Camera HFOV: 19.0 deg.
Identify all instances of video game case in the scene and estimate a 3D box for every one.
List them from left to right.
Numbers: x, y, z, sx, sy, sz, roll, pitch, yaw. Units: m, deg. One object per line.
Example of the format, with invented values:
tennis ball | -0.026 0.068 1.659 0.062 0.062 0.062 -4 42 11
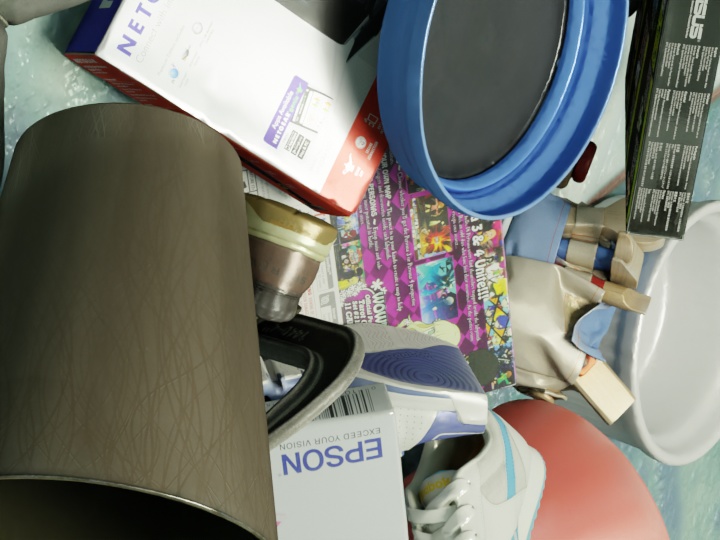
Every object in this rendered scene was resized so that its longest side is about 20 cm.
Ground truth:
video game case | 0.000 0.000 1.298 0.180 0.036 0.201 -15 117 -14

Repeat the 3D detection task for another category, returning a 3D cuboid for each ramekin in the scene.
ramekin | 0.218 0.038 1.621 0.200 0.097 0.202 -21 117 -49

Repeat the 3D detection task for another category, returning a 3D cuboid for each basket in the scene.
basket | -0.115 0.035 0.997 0.180 0.136 0.201 22 55 -35

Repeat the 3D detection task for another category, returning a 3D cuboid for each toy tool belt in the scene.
toy tool belt | 0.155 0.000 1.492 0.125 0.122 0.201 96 14 -70

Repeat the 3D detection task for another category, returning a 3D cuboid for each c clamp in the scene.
c clamp | -0.090 0.076 1.121 0.171 0.200 0.027 -41 115 -27

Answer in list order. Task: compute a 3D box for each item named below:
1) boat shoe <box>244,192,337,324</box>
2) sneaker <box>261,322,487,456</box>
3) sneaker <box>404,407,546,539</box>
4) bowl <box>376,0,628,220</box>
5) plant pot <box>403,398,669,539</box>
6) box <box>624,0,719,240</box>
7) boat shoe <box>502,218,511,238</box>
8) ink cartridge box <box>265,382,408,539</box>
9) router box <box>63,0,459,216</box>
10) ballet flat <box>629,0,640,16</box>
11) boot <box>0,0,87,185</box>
boat shoe | -0.069 -0.003 1.140 0.073 0.200 0.065 24 83 -11
sneaker | -0.031 0.100 1.272 0.198 0.081 0.116 0 117 -11
sneaker | 0.060 0.167 1.285 0.081 0.076 0.201 44 34 -32
bowl | 0.081 -0.130 1.221 0.200 0.039 0.202 -26 125 -44
plant pot | 0.081 0.208 1.429 0.177 0.200 0.202 -23 119 -36
box | 0.210 -0.157 1.437 0.194 0.047 0.201 -85 180 -53
boat shoe | 0.074 -0.098 1.414 0.200 0.090 0.071 -66 178 -59
ink cartridge box | -0.068 0.173 1.233 0.195 0.043 0.201 -10 115 -6
router box | -0.039 -0.159 1.186 0.179 0.049 0.201 30 80 -28
ballet flat | 0.165 -0.228 1.434 0.069 0.068 0.200 -61 -172 27
boot | -0.146 -0.140 1.074 0.200 0.072 0.183 -30 124 -34
